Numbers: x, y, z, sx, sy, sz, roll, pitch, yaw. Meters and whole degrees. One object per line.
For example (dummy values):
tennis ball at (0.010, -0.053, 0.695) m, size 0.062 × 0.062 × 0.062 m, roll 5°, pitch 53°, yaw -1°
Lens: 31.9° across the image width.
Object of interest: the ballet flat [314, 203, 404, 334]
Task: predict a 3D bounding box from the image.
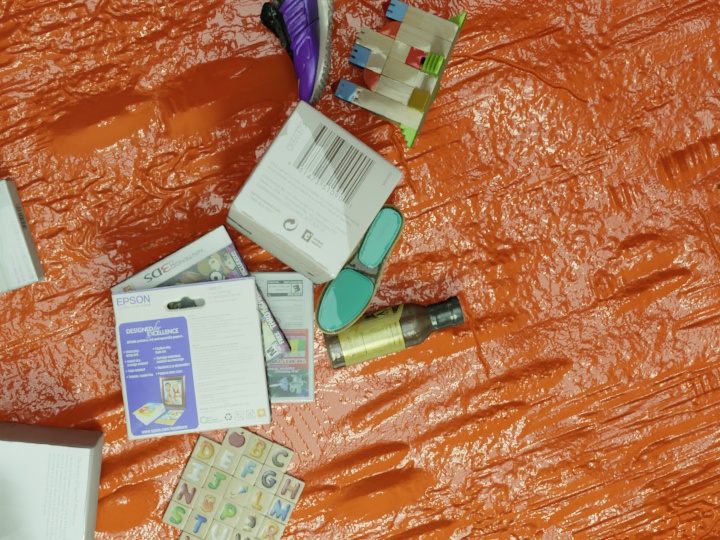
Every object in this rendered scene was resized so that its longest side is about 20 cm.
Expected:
ballet flat at (0.000, 0.000, 1.745) m, size 0.068 × 0.063 × 0.201 m, roll 33°, pitch 86°, yaw -8°

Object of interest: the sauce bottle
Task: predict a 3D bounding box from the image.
sauce bottle at (0.046, 0.082, 1.756) m, size 0.197 × 0.065 × 0.066 m, roll -16°, pitch 95°, yaw -5°

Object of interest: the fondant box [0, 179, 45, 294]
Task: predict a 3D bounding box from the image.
fondant box at (-0.548, -0.025, 1.711) m, size 0.197 × 0.058 × 0.146 m, roll -18°, pitch 95°, yaw -1°

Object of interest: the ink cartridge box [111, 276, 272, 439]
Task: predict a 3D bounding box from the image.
ink cartridge box at (-0.225, 0.115, 1.690) m, size 0.195 × 0.043 × 0.203 m, roll -6°, pitch 97°, yaw -3°

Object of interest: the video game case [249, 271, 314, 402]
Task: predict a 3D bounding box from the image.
video game case at (-0.163, 0.094, 1.763) m, size 0.197 × 0.023 × 0.185 m, roll -1°, pitch 93°, yaw -5°

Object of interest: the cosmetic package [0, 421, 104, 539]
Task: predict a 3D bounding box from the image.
cosmetic package at (-0.459, 0.318, 1.705) m, size 0.197 × 0.123 × 0.203 m, roll 6°, pitch 93°, yaw -3°

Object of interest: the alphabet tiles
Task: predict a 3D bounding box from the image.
alphabet tiles at (-0.180, 0.328, 1.783) m, size 0.165 × 0.006 × 0.202 m, roll 25°, pitch 91°, yaw -5°

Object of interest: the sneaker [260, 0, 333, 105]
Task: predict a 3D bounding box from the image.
sneaker at (-0.089, -0.328, 1.723) m, size 0.098 × 0.070 × 0.204 m, roll 3°, pitch 89°, yaw 3°

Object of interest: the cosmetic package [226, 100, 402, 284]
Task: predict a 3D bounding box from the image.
cosmetic package at (-0.067, -0.096, 1.660) m, size 0.164 × 0.200 × 0.166 m, roll 34°, pitch 82°, yaw -4°

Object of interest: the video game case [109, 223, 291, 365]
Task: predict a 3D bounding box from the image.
video game case at (-0.218, 0.067, 1.727) m, size 0.180 × 0.036 × 0.202 m, roll -28°, pitch 95°, yaw -1°

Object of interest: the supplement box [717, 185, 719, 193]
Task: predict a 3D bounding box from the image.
supplement box at (0.649, -0.098, 1.750) m, size 0.197 × 0.133 × 0.201 m, roll -39°, pitch 96°, yaw -1°

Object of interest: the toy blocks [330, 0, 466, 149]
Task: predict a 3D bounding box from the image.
toy blocks at (0.046, -0.286, 1.726) m, size 0.135 × 0.100 × 0.202 m, roll 23°, pitch 92°, yaw 6°
